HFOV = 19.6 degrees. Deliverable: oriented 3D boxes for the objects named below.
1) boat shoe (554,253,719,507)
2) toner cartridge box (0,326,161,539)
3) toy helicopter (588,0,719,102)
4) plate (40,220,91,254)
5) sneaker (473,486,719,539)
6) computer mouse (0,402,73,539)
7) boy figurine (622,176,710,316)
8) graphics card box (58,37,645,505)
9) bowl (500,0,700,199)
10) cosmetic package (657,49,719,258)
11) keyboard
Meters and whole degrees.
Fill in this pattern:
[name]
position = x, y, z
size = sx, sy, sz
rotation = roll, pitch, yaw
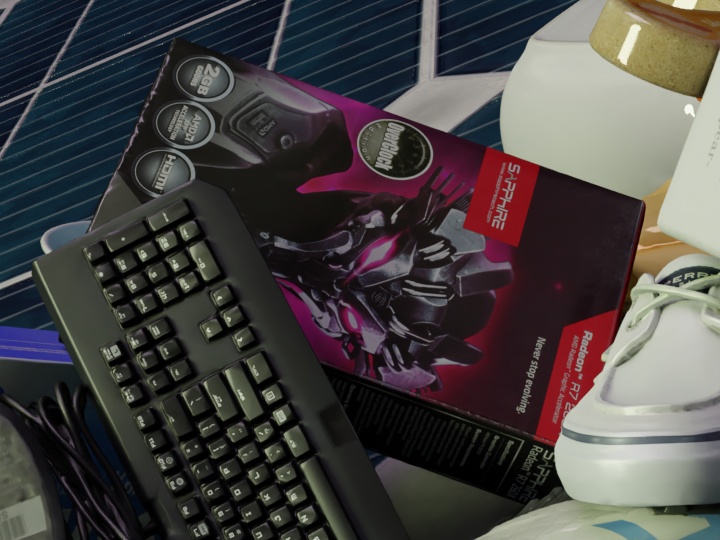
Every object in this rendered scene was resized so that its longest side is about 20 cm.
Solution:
[boat shoe]
position = 0.107, 0.028, 0.688
size = 0.073, 0.067, 0.200
rotation = -2, 6, 17
[toner cartridge box]
position = -0.130, 0.071, 0.771
size = 0.043, 0.095, 0.200
rotation = 23, 10, 39
[toy helicopter]
position = 0.153, -0.072, 0.744
size = 0.132, 0.079, 0.200
rotation = 37, 25, 30
[plate]
position = -0.053, 0.007, 0.990
size = 0.200, 0.026, 0.200
rotation = 8, 10, -1
[sneaker]
position = 0.064, 0.109, 0.660
size = 0.200, 0.073, 0.072
rotation = -15, 6, -11
[computer mouse]
position = -0.137, 0.150, 0.673
size = 0.140, 0.200, 0.046
rotation = -26, -20, 2
[boy figurine]
position = 0.154, -0.025, 0.872
size = 0.200, 0.065, 0.124
rotation = -16, 24, 16
[graphics card box]
position = 0.000, 0.000, 0.787
size = 0.200, 0.051, 0.126
rotation = 19, 54, 1
[bowl]
position = 0.176, -0.114, 1.051
size = 0.200, 0.075, 0.200
rotation = -36, 24, -24
[cosmetic package]
position = 0.220, -0.044, 0.603
size = 0.165, 0.165, 0.200
rotation = -70, 22, 7
[keyboard]
position = -0.051, 0.073, 0.695
size = 0.104, 0.200, 0.040
rotation = -29, -13, 1
